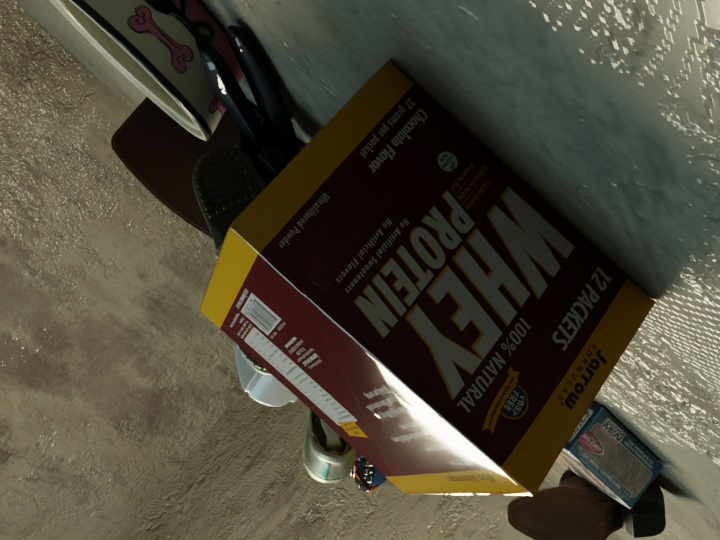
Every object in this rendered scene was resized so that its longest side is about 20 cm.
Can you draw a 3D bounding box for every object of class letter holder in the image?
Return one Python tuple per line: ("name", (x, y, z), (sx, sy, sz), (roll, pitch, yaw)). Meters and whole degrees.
("letter holder", (-0.159, -0.115, 0.889), (0.200, 0.142, 0.101), (39, 174, 21))

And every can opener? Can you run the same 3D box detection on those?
("can opener", (-0.086, -0.135, 0.683), (0.078, 0.063, 0.200), (36, 162, 24))

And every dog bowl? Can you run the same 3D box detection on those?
("dog bowl", (-0.187, -0.210, 0.704), (0.200, 0.074, 0.200), (42, 174, 5))

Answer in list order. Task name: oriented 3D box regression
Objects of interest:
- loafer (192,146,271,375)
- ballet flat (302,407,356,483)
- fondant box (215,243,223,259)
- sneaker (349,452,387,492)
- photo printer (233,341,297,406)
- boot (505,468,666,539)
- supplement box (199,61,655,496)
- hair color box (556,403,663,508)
("loafer", (-0.090, -0.009, 0.698), (0.067, 0.075, 0.202), (41, -145, -83))
("ballet flat", (-0.023, 0.108, 0.795), (0.069, 0.069, 0.201), (47, -144, -46))
("fondant box", (0.006, 0.001, 0.636), (0.200, 0.144, 0.058), (42, 174, 0))
("sneaker", (0.029, 0.142, 0.882), (0.078, 0.202, 0.075), (-7, -159, -35))
("photo printer", (-0.056, 0.008, 0.779), (0.069, 0.200, 0.167), (18, -146, -29))
("boot", (0.261, 0.271, 0.944), (0.198, 0.071, 0.146), (6, -175, 1))
("supplement box", (0.024, 0.023, 0.496), (0.200, 0.133, 0.197), (42, 158, -2))
("hair color box", (0.239, 0.185, 0.903), (0.100, 0.061, 0.200), (42, 174, -11))
